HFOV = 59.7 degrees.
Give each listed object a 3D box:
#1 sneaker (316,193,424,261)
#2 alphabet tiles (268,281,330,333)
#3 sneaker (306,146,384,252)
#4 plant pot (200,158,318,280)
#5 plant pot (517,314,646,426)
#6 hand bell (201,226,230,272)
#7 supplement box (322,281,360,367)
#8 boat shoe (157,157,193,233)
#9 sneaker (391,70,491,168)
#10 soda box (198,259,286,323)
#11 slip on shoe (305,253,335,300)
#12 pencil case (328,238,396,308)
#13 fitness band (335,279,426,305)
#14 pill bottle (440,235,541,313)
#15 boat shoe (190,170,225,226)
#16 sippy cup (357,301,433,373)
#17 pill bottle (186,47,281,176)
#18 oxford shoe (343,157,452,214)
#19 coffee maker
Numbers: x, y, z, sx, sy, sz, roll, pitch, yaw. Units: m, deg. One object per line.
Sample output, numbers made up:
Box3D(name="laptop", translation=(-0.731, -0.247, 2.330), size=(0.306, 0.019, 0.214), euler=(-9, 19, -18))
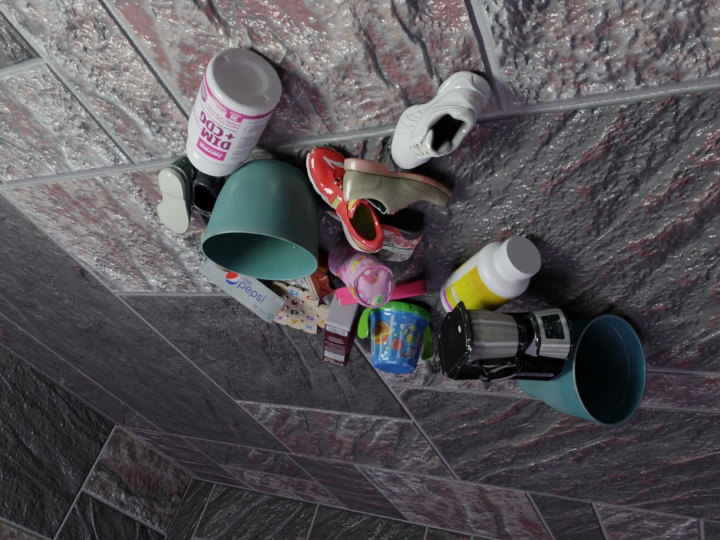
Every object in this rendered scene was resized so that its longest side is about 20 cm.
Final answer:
Box3D(name="sneaker", translation=(0.011, -0.077, 1.148), size=(0.200, 0.068, 0.108), euler=(17, 145, 1))
Box3D(name="alphabet tiles", translation=(-0.159, 0.091, 1.536), size=(0.199, 0.015, 0.196), euler=(17, 148, 6))
Box3D(name="sneaker", translation=(-0.015, -0.121, 1.036), size=(0.201, 0.077, 0.085), euler=(57, 171, -9))
Box3D(name="plant pot", translation=(-0.162, -0.094, 1.095), size=(0.199, 0.162, 0.201), euler=(6, 157, 3))
Box3D(name="plant pot", translation=(0.412, 0.189, 1.218), size=(0.200, 0.201, 0.188), euler=(35, 159, -22))
Box3D(name="hand bell", translation=(-0.204, -0.087, 1.228), size=(0.199, 0.105, 0.104), euler=(-29, 127, 21))
Box3D(name="supplement box", translation=(-0.041, 0.128, 1.438), size=(0.060, 0.109, 0.200), euler=(16, 148, 5))
Box3D(name="boat shoe", translation=(-0.362, -0.147, 1.254), size=(0.072, 0.062, 0.200), euler=(26, 146, 2))
Box3D(name="sneaker", translation=(0.099, -0.195, 0.898), size=(0.078, 0.100, 0.200), euler=(30, 146, -15))
Box3D(name="soda box", translation=(-0.271, 0.037, 1.438), size=(0.200, 0.064, 0.068), euler=(39, 168, -16))
Box3D(name="slip on shoe", translation=(-0.097, -0.017, 1.309), size=(0.061, 0.074, 0.201), euler=(-19, 135, -3))
Box3D(name="pencil case", translation=(0.000, 0.000, 1.160), size=(0.087, 0.088, 0.200), euler=(35, -176, -22))
Box3D(name="fitness band", translation=(0.040, 0.046, 1.273), size=(0.199, 0.038, 0.143), euler=(-11, 172, 42))
Box3D(name="pill bottle", translation=(0.234, 0.016, 1.127), size=(0.104, 0.105, 0.200), euler=(27, 147, -11))
Box3D(name="boat shoe", translation=(-0.299, -0.135, 1.241), size=(0.074, 0.063, 0.200), euler=(19, 149, -1))
Box3D(name="sippy cup", translation=(0.079, 0.151, 1.359), size=(0.176, 0.131, 0.140), euler=(9, 159, -1))
Box3D(name="pill bottle", translation=(-0.207, -0.240, 0.987), size=(0.113, 0.114, 0.200), euler=(29, 147, -13))
Box3D(name="oxford shoe", translation=(0.058, -0.124, 1.005), size=(0.199, 0.074, 0.071), euler=(10, 180, -25))
Box3D(name="coffee maker", translation=(0.250, 0.131, 1.125), size=(0.198, 0.136, 0.192), euler=(3, 172, -12))
